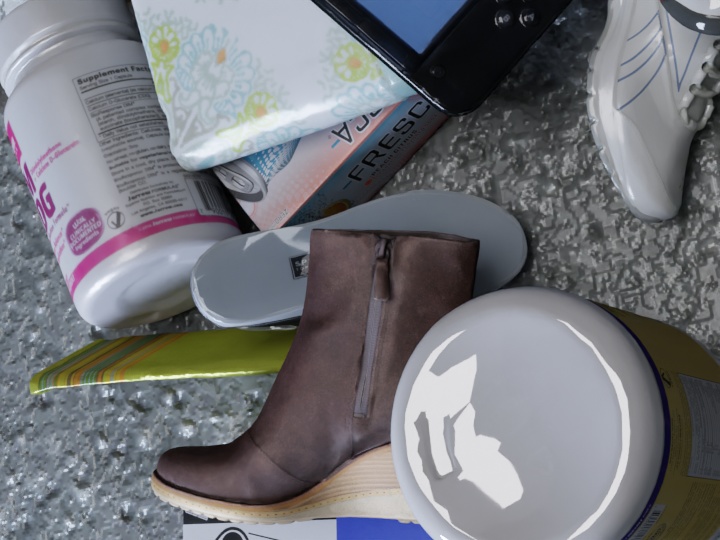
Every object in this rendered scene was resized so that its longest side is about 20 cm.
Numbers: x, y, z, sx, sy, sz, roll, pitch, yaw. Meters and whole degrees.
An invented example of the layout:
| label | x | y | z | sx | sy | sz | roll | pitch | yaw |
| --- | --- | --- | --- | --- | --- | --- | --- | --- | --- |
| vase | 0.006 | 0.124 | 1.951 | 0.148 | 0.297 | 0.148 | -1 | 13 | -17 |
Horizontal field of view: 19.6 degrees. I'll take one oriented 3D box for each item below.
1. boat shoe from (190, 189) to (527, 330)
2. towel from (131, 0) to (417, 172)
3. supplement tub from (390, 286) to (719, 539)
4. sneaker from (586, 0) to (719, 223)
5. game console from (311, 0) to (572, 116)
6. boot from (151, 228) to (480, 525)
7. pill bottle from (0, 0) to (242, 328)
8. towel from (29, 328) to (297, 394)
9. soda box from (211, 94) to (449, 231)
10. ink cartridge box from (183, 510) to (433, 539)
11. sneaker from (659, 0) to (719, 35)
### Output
| label | x | y | z | sx | sy | sz | roll | pitch | yaw |
| --- | --- | --- | --- | --- | --- | --- | --- | --- | --- |
| boat shoe | 0.000 | 0.003 | 1.248 | 0.199 | 0.068 | 0.074 | -14 | 78 | 1 |
| towel | -0.058 | -0.176 | 1.238 | 0.171 | 0.048 | 0.200 | -17 | 86 | 30 |
| supplement tub | 0.120 | 0.090 | 1.096 | 0.145 | 0.200 | 0.146 | -4 | 81 | 28 |
| sneaker | 0.177 | -0.126 | 1.173 | 0.087 | 0.074 | 0.200 | 1 | 83 | 24 |
| game console | 0.039 | -0.213 | 1.123 | 0.200 | 0.116 | 0.176 | 41 | 85 | 2 |
| boot | -0.024 | 0.058 | 1.188 | 0.200 | 0.072 | 0.167 | 0 | 96 | 13 |
| pill bottle | -0.159 | -0.074 | 1.324 | 0.113 | 0.113 | 0.200 | -33 | 68 | 21 |
| towel | -0.103 | 0.056 | 1.293 | 0.200 | 0.086 | 0.018 | -5 | 104 | 28 |
| soda box | 0.006 | -0.105 | 1.267 | 0.200 | 0.064 | 0.068 | -46 | 64 | 15 |
| ink cartridge box | -0.012 | 0.167 | 1.246 | 0.200 | 0.044 | 0.094 | -6 | 81 | 27 |
| sneaker | 0.186 | -0.227 | 1.116 | 0.067 | 0.108 | 0.202 | -1 | 49 | 4 |
